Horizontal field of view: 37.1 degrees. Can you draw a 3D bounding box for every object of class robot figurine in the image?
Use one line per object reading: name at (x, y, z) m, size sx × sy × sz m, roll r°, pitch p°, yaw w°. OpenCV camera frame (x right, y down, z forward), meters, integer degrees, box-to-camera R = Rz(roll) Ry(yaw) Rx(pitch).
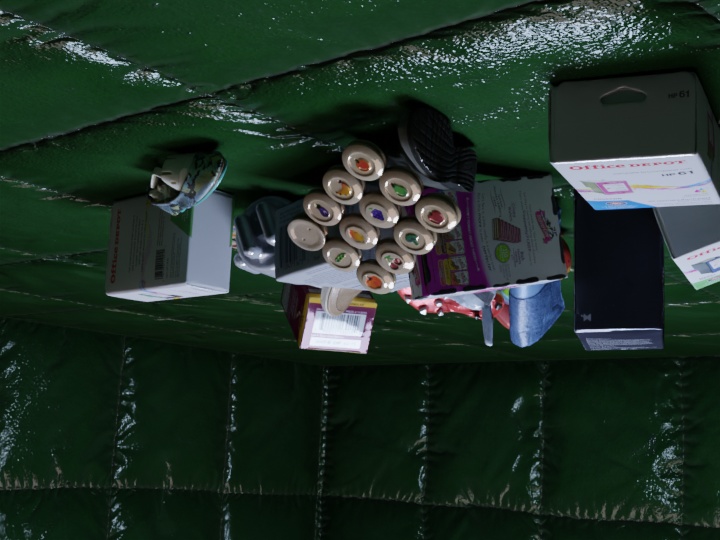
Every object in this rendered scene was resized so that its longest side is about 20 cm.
robot figurine at (-0.108, -0.042, 1.588) m, size 0.168 × 0.114 × 0.200 m, roll -24°, pitch 160°, yaw 21°

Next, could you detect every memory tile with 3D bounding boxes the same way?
memory tile at (0.010, -0.055, 1.226) m, size 0.153 × 0.017 × 0.200 m, roll 35°, pitch 140°, yaw -7°

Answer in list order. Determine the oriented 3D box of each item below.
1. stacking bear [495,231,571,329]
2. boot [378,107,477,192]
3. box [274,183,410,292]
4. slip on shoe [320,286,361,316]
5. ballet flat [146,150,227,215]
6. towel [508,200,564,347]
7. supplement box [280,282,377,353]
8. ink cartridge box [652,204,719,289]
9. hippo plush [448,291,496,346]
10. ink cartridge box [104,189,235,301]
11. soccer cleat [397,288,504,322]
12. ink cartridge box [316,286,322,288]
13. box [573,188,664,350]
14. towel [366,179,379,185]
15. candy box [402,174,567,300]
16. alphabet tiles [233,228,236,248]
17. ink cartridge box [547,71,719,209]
stacking bear at (0.279, -0.001, 1.743) m, size 0.114 × 0.121 × 0.200 m, roll 46°, pitch 158°, yaw 6°
boot at (0.046, -0.129, 1.221) m, size 0.129 × 0.069 × 0.200 m, roll 5°, pitch 170°, yaw 24°
box at (0.013, -0.041, 1.432) m, size 0.198 × 0.106 × 0.183 m, roll 6°, pitch 169°, yaw -31°
slip on shoe at (0.000, 0.000, 1.627) m, size 0.060 × 0.201 × 0.076 m, roll 40°, pitch -147°, yaw 23°
ballet flat at (-0.231, -0.115, 1.371) m, size 0.073 × 0.075 × 0.200 m, roll 7°, pitch 166°, yaw -24°
towel at (0.250, 0.008, 1.526) m, size 0.048 × 0.112 × 0.201 m, roll 20°, pitch 136°, yaw 30°
supplement box at (-0.062, 0.059, 1.942) m, size 0.129 × 0.104 × 0.200 m, roll 5°, pitch -159°, yaw -16°
ink cartridge box at (0.456, -0.056, 1.333) m, size 0.144 × 0.088 × 0.200 m, roll -23°, pitch 159°, yaw 18°
hippo plush at (0.191, -0.027, 1.587) m, size 0.160 × 0.161 × 0.200 m, roll -22°, pitch -143°, yaw -25°
ink cartridge box at (-0.282, -0.036, 1.579) m, size 0.199 × 0.147 × 0.084 m, roll -7°, pitch 166°, yaw 42°
soccer cleat at (0.140, 0.029, 1.718) m, size 0.198 × 0.086 × 0.069 m, roll 12°, pitch 126°, yaw -23°
ink cartridge box at (0.006, -0.020, 1.762) m, size 0.198 × 0.084 × 0.146 m, roll -7°, pitch 167°, yaw 32°
box at (0.354, -0.001, 1.460) m, size 0.116 × 0.199 × 0.200 m, roll -1°, pitch 169°, yaw 17°
towel at (0.073, -0.102, 1.452) m, size 0.148 × 0.031 × 0.199 m, roll -2°, pitch 169°, yaw 30°
candy box at (0.154, -0.042, 1.355) m, size 0.198 × 0.138 × 0.061 m, roll -6°, pitch 175°, yaw -20°
alphabet tiles at (-0.203, -0.063, 1.805) m, size 0.199 × 0.008 × 0.166 m, roll -7°, pitch 166°, yaw 42°
ink cartridge box at (0.286, -0.127, 1.101) m, size 0.143 × 0.086 × 0.200 m, roll -2°, pitch 168°, yaw 25°
